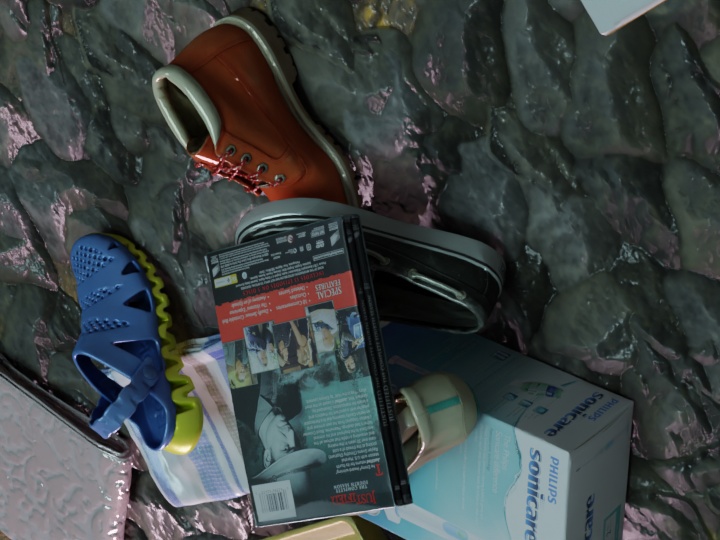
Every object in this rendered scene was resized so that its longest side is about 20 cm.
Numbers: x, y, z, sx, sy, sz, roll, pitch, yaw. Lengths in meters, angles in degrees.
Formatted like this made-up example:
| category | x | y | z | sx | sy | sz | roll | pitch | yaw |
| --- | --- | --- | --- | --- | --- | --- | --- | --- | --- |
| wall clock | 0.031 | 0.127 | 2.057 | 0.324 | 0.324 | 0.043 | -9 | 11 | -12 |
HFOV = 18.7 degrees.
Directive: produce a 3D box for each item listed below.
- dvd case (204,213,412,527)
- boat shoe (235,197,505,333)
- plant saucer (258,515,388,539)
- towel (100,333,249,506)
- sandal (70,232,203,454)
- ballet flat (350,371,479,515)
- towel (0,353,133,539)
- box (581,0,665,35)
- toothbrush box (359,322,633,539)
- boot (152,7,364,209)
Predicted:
| category | x | y | z | sx | sy | sz | roll | pitch | yaw |
| --- | --- | --- | --- | --- | --- | --- | --- | --- | --- |
| dvd case | -0.038 | 0.072 | 1.516 | 0.146 | 0.022 | 0.201 | -15 | 83 | 44 |
| boat shoe | 0.000 | 0.000 | 1.543 | 0.199 | 0.064 | 0.071 | 10 | 139 | 16 |
| plant saucer | -0.007 | 0.293 | 1.807 | 0.200 | 0.048 | 0.200 | -23 | 98 | 48 |
| towel | -0.131 | 0.128 | 1.840 | 0.200 | 0.024 | 0.147 | -16 | 105 | 48 |
| sandal | -0.198 | 0.060 | 1.790 | 0.079 | 0.087 | 0.200 | -43 | 63 | 47 |
| ballet flat | 0.006 | 0.129 | 1.543 | 0.070 | 0.069 | 0.200 | 52 | 137 | 5 |
| towel | -0.288 | 0.193 | 2.030 | 0.191 | 0.032 | 0.200 | 33 | 134 | 26 |
| box | 0.198 | -0.221 | 1.150 | 0.124 | 0.200 | 0.098 | -28 | 95 | 50 |
| toothbrush box | 0.089 | 0.135 | 1.580 | 0.200 | 0.085 | 0.147 | 23 | 128 | 34 |
| boot | -0.076 | -0.080 | 1.586 | 0.075 | 0.107 | 0.200 | -23 | 100 | 46 |
